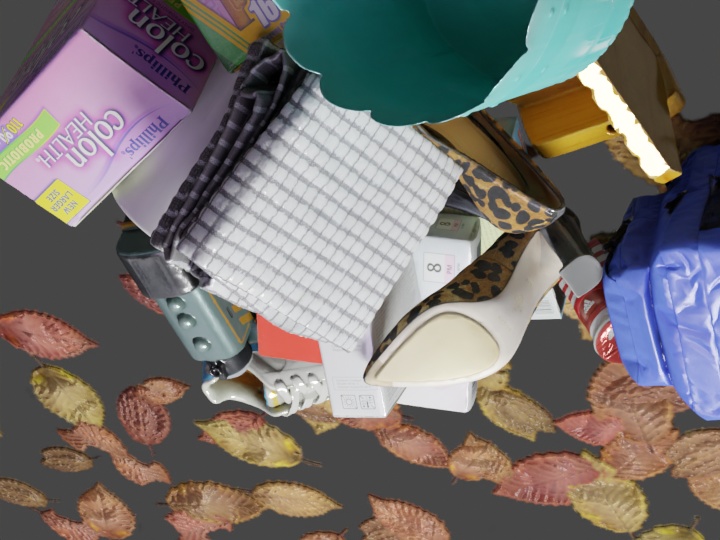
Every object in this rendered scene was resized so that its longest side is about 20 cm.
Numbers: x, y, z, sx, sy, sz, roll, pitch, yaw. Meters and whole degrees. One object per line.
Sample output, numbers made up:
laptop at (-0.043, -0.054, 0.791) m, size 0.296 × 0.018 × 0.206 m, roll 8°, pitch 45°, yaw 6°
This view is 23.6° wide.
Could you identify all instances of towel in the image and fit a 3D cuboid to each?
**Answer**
towel at (-0.037, -0.049, 1.166) m, size 0.085 × 0.166 × 0.200 m, roll 37°, pitch -175°, yaw 38°

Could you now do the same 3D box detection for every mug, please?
mug at (-0.079, -0.093, 1.278) m, size 0.149 × 0.187 × 0.154 m, roll 32°, pitch 105°, yaw 2°

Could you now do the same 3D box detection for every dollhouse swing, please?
dollhouse swing at (0.117, -0.144, 1.199) m, size 0.180 × 0.177 × 0.200 m, roll -17°, pitch 129°, yaw 33°

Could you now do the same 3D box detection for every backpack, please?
backpack at (0.274, -0.010, 1.271) m, size 0.166 × 0.200 × 0.164 m, roll 2°, pitch 122°, yaw 24°

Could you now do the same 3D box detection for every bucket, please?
bucket at (0.059, -0.190, 1.020) m, size 0.206 × 0.134 × 0.210 m, roll 11°, pitch 108°, yaw 37°

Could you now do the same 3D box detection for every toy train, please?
toy train at (-0.140, 0.003, 1.499) m, size 0.084 × 0.115 × 0.201 m, roll -4°, pitch 134°, yaw 25°

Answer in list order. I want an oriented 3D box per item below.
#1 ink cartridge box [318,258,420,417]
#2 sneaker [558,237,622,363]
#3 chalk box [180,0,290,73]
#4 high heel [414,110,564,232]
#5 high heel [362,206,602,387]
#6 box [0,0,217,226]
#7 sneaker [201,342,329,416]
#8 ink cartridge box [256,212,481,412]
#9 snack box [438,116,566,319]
ink cartridge box at (0.000, 0.000, 1.331) m, size 0.050 × 0.109 × 0.202 m, roll -2°, pitch 114°, yaw 23°
sneaker at (0.240, 0.024, 1.429) m, size 0.199 × 0.116 × 0.078 m, roll 19°, pitch 122°, yaw -47°
chalk box at (-0.076, -0.261, 1.157) m, size 0.123 × 0.124 × 0.201 m, roll -30°, pitch 96°, yaw 41°
high heel at (0.076, -0.118, 1.255) m, size 0.142 × 0.071 × 0.201 m, roll 17°, pitch 142°, yaw 41°
high heel at (0.087, 0.020, 1.324) m, size 0.199 × 0.143 × 0.072 m, roll -28°, pitch 109°, yaw 5°
box at (-0.174, -0.166, 1.261) m, size 0.096 × 0.201 × 0.176 m, roll 35°, pitch 137°, yaw -19°
sneaker at (-0.050, 0.097, 1.595) m, size 0.198 × 0.081 × 0.077 m, roll 4°, pitch 136°, yaw 14°
ink cartridge box at (0.001, 0.027, 1.433) m, size 0.198 × 0.057 × 0.164 m, roll 4°, pitch 119°, yaw 10°
snack box at (0.095, -0.038, 1.427) m, size 0.115 × 0.037 × 0.201 m, roll -2°, pitch 135°, yaw 21°
